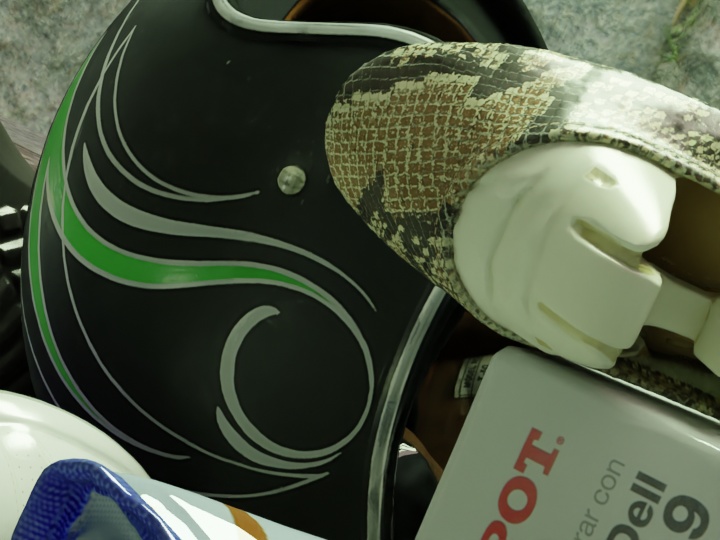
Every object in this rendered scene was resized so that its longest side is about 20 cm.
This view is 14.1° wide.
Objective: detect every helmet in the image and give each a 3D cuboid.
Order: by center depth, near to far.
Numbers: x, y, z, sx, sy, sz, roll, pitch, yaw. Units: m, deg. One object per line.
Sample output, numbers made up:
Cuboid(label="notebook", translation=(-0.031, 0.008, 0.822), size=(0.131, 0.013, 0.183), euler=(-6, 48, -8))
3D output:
Cuboid(label="helmet", translation=(0.000, 0.000, 0.801), size=(0.200, 0.200, 0.191), euler=(21, 6, -47))

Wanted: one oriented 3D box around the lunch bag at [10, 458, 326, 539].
Cuboid(label="lunch bag", translation=(0.039, 0.128, 0.399), size=(0.170, 0.124, 0.200), euler=(20, 19, -48))

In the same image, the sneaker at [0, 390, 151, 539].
Cuboid(label="sneaker", translation=(-0.124, 0.064, 0.661), size=(0.200, 0.070, 0.080), euler=(19, 41, -38))

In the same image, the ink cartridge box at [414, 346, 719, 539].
Cuboid(label="ink cartridge box", translation=(0.097, 0.123, 0.639), size=(0.200, 0.146, 0.084), euler=(25, 5, 28))

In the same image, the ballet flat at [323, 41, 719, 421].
Cuboid(label="ballet flat", translation=(0.084, 0.008, 0.640), size=(0.200, 0.068, 0.075), euler=(24, 24, -3))

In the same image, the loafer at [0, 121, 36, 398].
Cuboid(label="loafer", translation=(-0.128, -0.004, 0.870), size=(0.073, 0.200, 0.071), euler=(-29, 7, -34))
